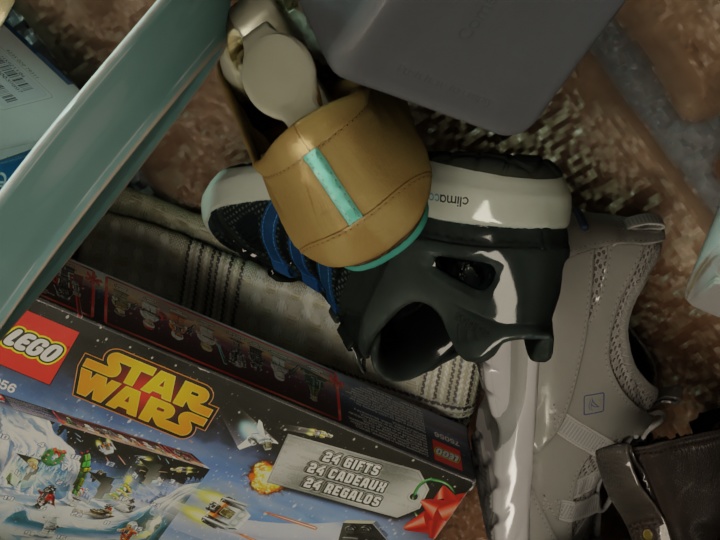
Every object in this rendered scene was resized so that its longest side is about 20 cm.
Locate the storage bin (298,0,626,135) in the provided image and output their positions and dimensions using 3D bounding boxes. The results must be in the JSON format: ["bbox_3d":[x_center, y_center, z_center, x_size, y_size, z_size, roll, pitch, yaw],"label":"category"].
[{"bbox_3d":[0.054,-0.145,0.893,0.145,0.135,0.200,18,126,-30],"label":"storage bin"}]

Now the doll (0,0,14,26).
[{"bbox_3d":[-0.203,-0.148,0.927,0.199,0.048,0.137,28,90,-18],"label":"doll"}]

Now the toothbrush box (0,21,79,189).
[{"bbox_3d":[-0.204,-0.017,1.063,0.146,0.085,0.201,41,121,19],"label":"toothbrush box"}]

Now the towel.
[{"bbox_3d":[-0.062,0.074,1.116,0.199,0.035,0.194,21,120,8],"label":"towel"}]

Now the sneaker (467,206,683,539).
[{"bbox_3d":[0.085,0.065,1.042,0.081,0.075,0.201,-6,125,-2],"label":"sneaker"}]

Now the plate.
[{"bbox_3d":[-0.094,-0.030,0.908,0.026,0.200,0.200,37,120,-4],"label":"plate"}]

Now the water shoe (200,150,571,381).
[{"bbox_3d":[0.000,0.000,0.984,0.200,0.071,0.080,-2,86,59],"label":"water shoe"}]

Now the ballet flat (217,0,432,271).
[{"bbox_3d":[-0.018,-0.069,0.941,0.068,0.200,0.063,-37,117,5],"label":"ballet flat"}]

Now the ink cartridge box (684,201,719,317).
[{"bbox_3d":[0.206,-0.057,0.853,0.144,0.145,0.201,24,84,5],"label":"ink cartridge box"}]

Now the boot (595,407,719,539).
[{"bbox_3d":[0.164,0.135,1.033,0.069,0.199,0.175,-19,76,30],"label":"boot"}]

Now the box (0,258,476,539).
[{"bbox_3d":[-0.074,0.084,1.056,0.199,0.040,0.137,24,118,-18],"label":"box"}]
